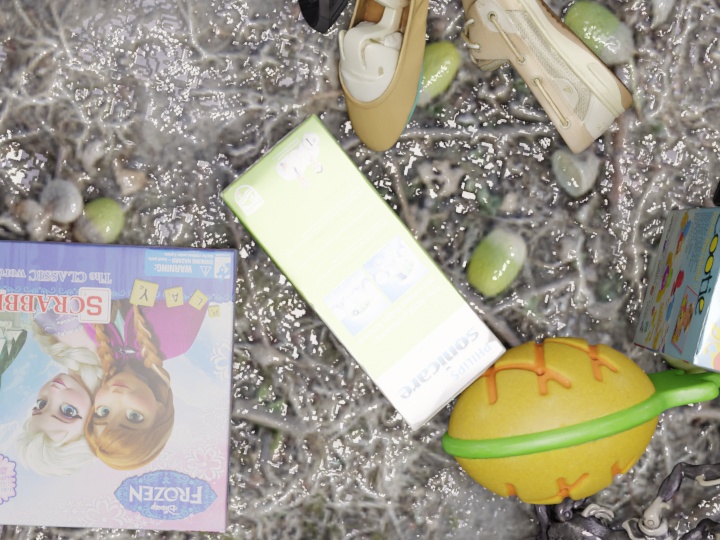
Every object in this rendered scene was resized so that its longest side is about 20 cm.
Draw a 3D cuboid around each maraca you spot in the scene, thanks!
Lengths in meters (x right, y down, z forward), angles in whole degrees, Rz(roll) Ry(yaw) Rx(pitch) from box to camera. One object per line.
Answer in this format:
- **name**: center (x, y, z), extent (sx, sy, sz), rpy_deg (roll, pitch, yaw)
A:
- **maraca**: center (0.148, 0.095, 1.149), extent (0.198, 0.137, 0.108), rpy_deg (-13, 98, -23)

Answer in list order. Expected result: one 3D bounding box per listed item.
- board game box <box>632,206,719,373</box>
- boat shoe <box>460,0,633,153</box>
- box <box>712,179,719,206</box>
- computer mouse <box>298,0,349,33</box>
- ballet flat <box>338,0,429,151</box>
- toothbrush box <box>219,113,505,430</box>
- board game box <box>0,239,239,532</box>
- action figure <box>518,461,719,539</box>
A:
- **board game box**: center (0.262, 0.020, 1.147), extent (0.102, 0.200, 0.106), rpy_deg (16, 91, -2)
- **boat shoe**: center (0.102, -0.169, 1.204), extent (0.065, 0.072, 0.200), rpy_deg (-44, 90, 9)
- **box**: center (0.348, -0.118, 1.189), extent (0.131, 0.115, 0.202), rpy_deg (20, 91, -2)
- **computer mouse**: center (-0.022, -0.269, 1.168), extent (0.046, 0.140, 0.202), rpy_deg (-12, 92, -15)
- **ballet flat**: center (0.013, -0.179, 1.181), extent (0.068, 0.063, 0.202), rpy_deg (26, 112, 36)
- **toothbrush box**: center (0.000, 0.000, 1.167), extent (0.086, 0.146, 0.200), rpy_deg (-41, 93, -1)
- **board game box**: center (-0.188, 0.081, 1.215), extent (0.198, 0.041, 0.202), rpy_deg (2, 91, -1)
- **action figure**: center (0.197, 0.176, 1.203), extent (0.198, 0.102, 0.120), rpy_deg (-16, 101, 25)
